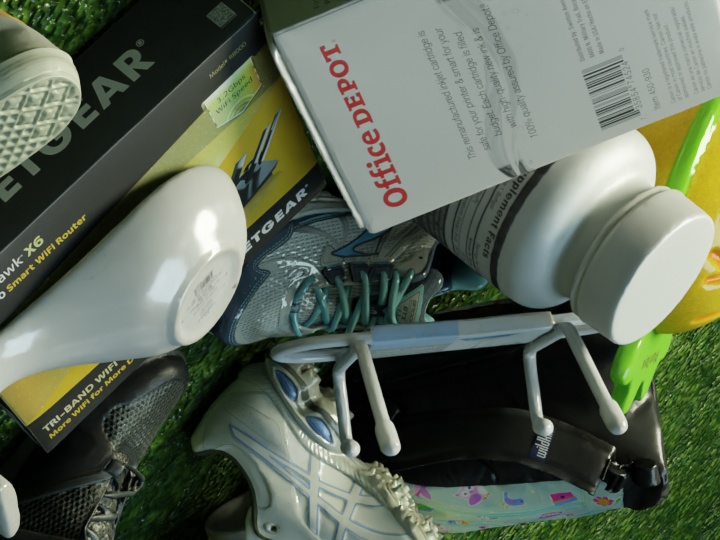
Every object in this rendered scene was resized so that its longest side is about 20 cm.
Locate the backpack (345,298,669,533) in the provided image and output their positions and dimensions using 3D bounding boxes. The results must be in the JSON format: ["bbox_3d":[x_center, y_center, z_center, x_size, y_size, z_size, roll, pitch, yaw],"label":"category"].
[{"bbox_3d":[0.090,0.095,1.293,0.199,0.168,0.127,-9,146,7],"label":"backpack"}]

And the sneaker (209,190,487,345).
[{"bbox_3d":[0.000,0.000,1.140,0.199,0.086,0.078,-25,144,-40],"label":"sneaker"}]

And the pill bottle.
[{"bbox_3d":[0.086,-0.050,1.082,0.111,0.200,0.111,-38,151,-25],"label":"pill bottle"}]

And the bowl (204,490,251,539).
[{"bbox_3d":[-0.043,0.194,1.272,0.200,0.200,0.108,-29,104,-36],"label":"bowl"}]

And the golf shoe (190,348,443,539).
[{"bbox_3d":[-0.018,0.145,1.197,0.097,0.200,0.078,-38,173,-1],"label":"golf shoe"}]

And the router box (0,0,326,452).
[{"bbox_3d":[-0.116,-0.026,0.965,0.200,0.052,0.157,-45,153,-11],"label":"router box"}]

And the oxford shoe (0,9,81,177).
[{"bbox_3d":[-0.205,-0.040,0.815,0.199,0.058,0.075,-34,159,0],"label":"oxford shoe"}]

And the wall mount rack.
[{"bbox_3d":[0.056,0.061,1.077,0.198,0.075,0.174,-6,172,-8],"label":"wall mount rack"}]

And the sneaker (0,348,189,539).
[{"bbox_3d":[-0.142,0.134,1.067,0.200,0.114,0.076,-47,155,-10],"label":"sneaker"}]

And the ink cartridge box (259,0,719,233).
[{"bbox_3d":[0.064,-0.123,0.968,0.199,0.083,0.147,-21,137,6],"label":"ink cartridge box"}]

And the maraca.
[{"bbox_3d":[0.184,-0.014,1.177,0.137,0.106,0.201,-13,122,-66],"label":"maraca"}]

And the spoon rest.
[{"bbox_3d":[-0.119,0.028,0.923,0.200,0.060,0.100,-49,157,-33],"label":"spoon rest"}]
